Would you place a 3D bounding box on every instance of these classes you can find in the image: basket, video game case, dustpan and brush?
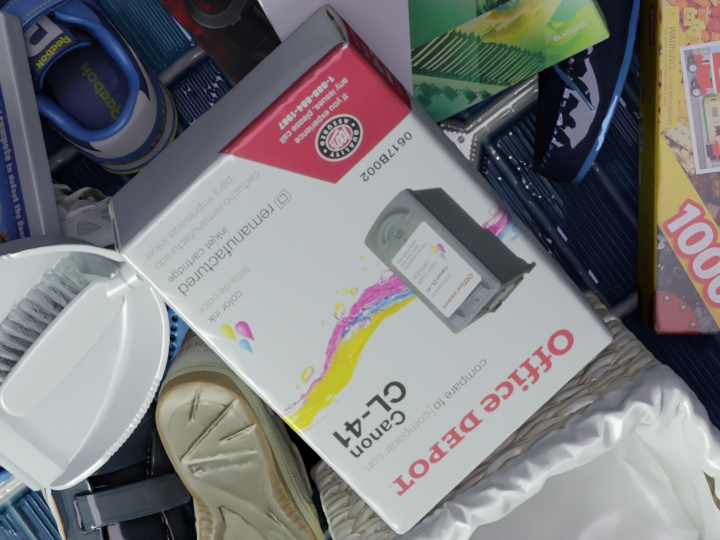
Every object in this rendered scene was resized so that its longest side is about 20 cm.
[{"bbox_3d":[0.106,0.147,1.193,0.199,0.161,0.199,-33,114,3],"label":"basket"},{"bbox_3d":[-0.248,-0.036,1.227,0.199,0.018,0.144,-20,75,28],"label":"video game case"},{"bbox_3d":[-0.130,0.013,1.140,0.200,0.057,0.139,-47,120,0],"label":"dustpan and brush"}]

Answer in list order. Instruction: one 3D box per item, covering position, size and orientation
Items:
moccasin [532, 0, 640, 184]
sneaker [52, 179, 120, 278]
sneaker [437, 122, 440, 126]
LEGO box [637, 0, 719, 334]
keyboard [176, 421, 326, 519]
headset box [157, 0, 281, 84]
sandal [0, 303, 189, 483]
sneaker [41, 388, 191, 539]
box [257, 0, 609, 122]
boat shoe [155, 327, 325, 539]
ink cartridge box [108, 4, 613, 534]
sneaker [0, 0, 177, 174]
[{"bbox_3d":[0.110,-0.148,1.249,0.068,0.080,0.202,12,80,-14],"label":"moccasin"},{"bbox_3d":[-0.178,-0.039,1.231,0.199,0.075,0.116,-12,87,29],"label":"sneaker"},{"bbox_3d":[-0.022,-0.033,1.255,0.099,0.078,0.201,21,85,16],"label":"sneaker"},{"bbox_3d":[0.227,-0.068,1.245,0.147,0.077,0.202,0,93,0],"label":"LEGO box"},{"bbox_3d":[-0.004,0.088,1.287,0.199,0.040,0.105,-22,73,1],"label":"keyboard"},{"bbox_3d":[-0.020,-0.156,1.210,0.149,0.077,0.200,-44,65,4],"label":"headset box"},{"bbox_3d":[-0.176,0.070,1.256,0.199,0.087,0.080,-34,88,0],"label":"sandal"},{"bbox_3d":[-0.122,0.147,1.235,0.078,0.079,0.202,-15,115,-27],"label":"sneaker"},{"bbox_3d":[0.012,-0.165,1.089,0.143,0.036,0.201,-26,115,12],"label":"box"},{"bbox_3d":[-0.057,0.115,1.217,0.071,0.065,0.201,-9,126,11],"label":"boat shoe"},{"bbox_3d":[0.000,0.000,1.092,0.147,0.086,0.200,-43,108,5],"label":"ink cartridge box"},{"bbox_3d":[-0.178,-0.137,1.247,0.200,0.082,0.074,44,94,0],"label":"sneaker"}]
